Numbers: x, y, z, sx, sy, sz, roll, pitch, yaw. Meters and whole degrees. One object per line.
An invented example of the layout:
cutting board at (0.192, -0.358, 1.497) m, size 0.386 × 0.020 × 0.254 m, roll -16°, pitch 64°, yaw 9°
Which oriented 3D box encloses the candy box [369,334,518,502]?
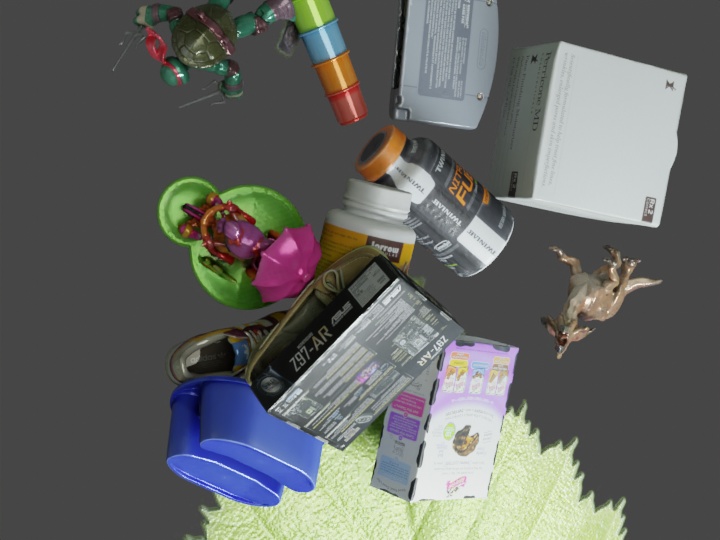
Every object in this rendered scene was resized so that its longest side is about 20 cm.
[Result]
candy box at (0.107, 0.181, 1.409) m, size 0.167 × 0.071 × 0.202 m, roll 11°, pitch 92°, yaw -50°

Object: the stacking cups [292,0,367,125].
stacking cups at (-0.045, -0.271, 1.343) m, size 0.060 × 0.060 × 0.202 m, roll -26°, pitch 104°, yaw -17°

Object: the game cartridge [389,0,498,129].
game cartridge at (0.108, -0.282, 1.417) m, size 0.132 × 0.040 × 0.202 m, roll 5°, pitch 94°, yaw -18°

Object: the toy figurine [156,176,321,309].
toy figurine at (-0.123, -0.033, 1.270) m, size 0.199 × 0.184 × 0.151 m, roll 33°, pitch 83°, yaw -20°

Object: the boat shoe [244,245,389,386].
boat shoe at (-0.046, 0.053, 1.228) m, size 0.200 × 0.063 × 0.073 m, roll -40°, pitch 91°, yaw 7°

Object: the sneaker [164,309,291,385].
sneaker at (-0.128, 0.095, 1.325) m, size 0.198 × 0.090 × 0.076 m, roll -18°, pitch 91°, yaw -18°

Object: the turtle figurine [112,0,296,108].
turtle figurine at (-0.173, -0.260, 1.277) m, size 0.200 × 0.101 × 0.150 m, roll -46°, pitch 109°, yaw -16°

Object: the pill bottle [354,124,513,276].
pill bottle at (0.086, -0.090, 1.389) m, size 0.200 × 0.106 × 0.107 m, roll 39°, pitch 81°, yaw -21°

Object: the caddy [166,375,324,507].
caddy at (-0.131, 0.190, 1.306) m, size 0.199 × 0.141 × 0.106 m, roll 33°, pitch 47°, yaw -32°

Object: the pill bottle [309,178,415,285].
pill bottle at (0.000, 0.000, 1.306) m, size 0.108 × 0.109 × 0.202 m, roll 11°, pitch 97°, yaw -22°

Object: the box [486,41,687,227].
box at (0.288, -0.172, 1.448) m, size 0.198 × 0.131 × 0.201 m, roll 10°, pitch 91°, yaw -22°

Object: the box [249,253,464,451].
box at (0.000, 0.094, 1.223) m, size 0.200 × 0.044 × 0.160 m, roll -46°, pitch 142°, yaw 6°

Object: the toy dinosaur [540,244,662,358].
toy dinosaur at (0.311, 0.042, 1.510) m, size 0.199 × 0.086 × 0.137 m, roll -4°, pitch 108°, yaw -38°
